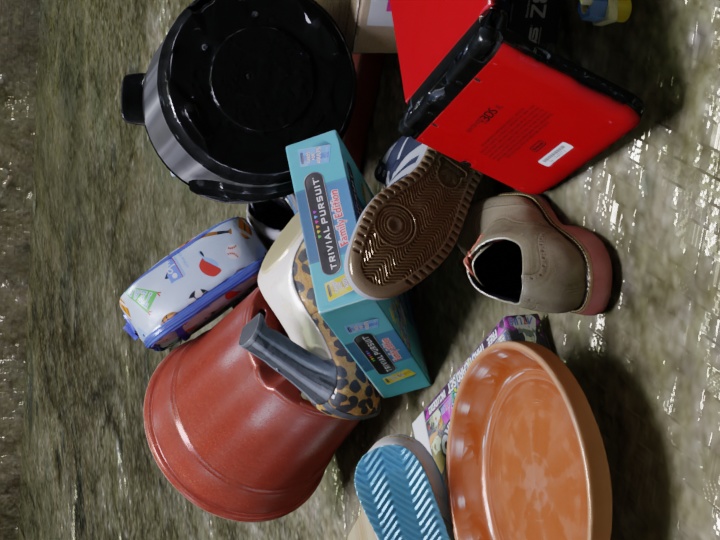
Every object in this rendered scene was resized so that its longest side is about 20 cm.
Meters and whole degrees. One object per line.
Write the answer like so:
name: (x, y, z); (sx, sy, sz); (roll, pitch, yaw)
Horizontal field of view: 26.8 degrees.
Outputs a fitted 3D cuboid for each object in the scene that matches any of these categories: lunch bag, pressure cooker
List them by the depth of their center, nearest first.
pressure cooker: (-0.101, -0.152, 1.327); (0.176, 0.179, 0.200); (45, 168, -9)
lunch bag: (-0.163, 0.019, 1.488); (0.076, 0.160, 0.200); (53, 173, 3)

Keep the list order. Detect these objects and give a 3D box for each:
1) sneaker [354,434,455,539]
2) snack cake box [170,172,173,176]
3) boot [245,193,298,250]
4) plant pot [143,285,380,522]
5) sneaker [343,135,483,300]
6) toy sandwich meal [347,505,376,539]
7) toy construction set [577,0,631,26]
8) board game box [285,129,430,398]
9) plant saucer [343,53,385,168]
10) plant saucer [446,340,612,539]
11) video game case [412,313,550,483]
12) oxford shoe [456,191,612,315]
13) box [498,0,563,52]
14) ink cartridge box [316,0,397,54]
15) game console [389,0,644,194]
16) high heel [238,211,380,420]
sneaker: (0.052, 0.222, 1.151); (0.081, 0.076, 0.202); (-29, -74, -77)
snack cake box: (-0.141, -0.194, 1.655); (0.201, 0.114, 0.068); (111, 149, -44)
boot: (-0.080, -0.059, 1.510); (0.096, 0.074, 0.200); (51, 174, -35)
plant pot: (-0.079, 0.108, 1.427); (0.195, 0.199, 0.202); (-47, 47, 49)
sneaker: (0.036, -0.047, 1.169); (0.201, 0.070, 0.108); (-58, 11, -27)
toy sandwich meal: (0.021, 0.281, 1.317); (0.205, 0.070, 0.207); (179, 90, -69)
toy construction set: (0.148, -0.270, 0.963); (0.201, 0.091, 0.131); (69, 153, 19)
board game box: (0.000, 0.000, 1.255); (0.200, 0.047, 0.152); (56, -161, -61)
plant saucer: (-0.030, -0.182, 1.479); (0.200, 0.036, 0.201); (-118, 34, -50)
plant saucer: (0.116, 0.148, 1.033); (0.200, 0.032, 0.202); (178, 90, -66)
video game case: (0.105, 0.158, 1.146); (0.200, 0.036, 0.183); (124, 138, -55)
oxford shoe: (0.104, -0.017, 1.089); (0.200, 0.074, 0.071); (-152, 62, -67)
box: (0.094, -0.249, 1.142); (0.200, 0.049, 0.163); (-130, 41, -57)
ink cartridge box: (0.014, -0.309, 1.308); (0.165, 0.074, 0.201); (-123, 37, -52)
game console: (0.098, -0.156, 1.023); (0.119, 0.171, 0.200); (-67, 8, -16)
high heel: (-0.022, 0.033, 1.344); (0.071, 0.142, 0.201); (-33, 28, 44)
